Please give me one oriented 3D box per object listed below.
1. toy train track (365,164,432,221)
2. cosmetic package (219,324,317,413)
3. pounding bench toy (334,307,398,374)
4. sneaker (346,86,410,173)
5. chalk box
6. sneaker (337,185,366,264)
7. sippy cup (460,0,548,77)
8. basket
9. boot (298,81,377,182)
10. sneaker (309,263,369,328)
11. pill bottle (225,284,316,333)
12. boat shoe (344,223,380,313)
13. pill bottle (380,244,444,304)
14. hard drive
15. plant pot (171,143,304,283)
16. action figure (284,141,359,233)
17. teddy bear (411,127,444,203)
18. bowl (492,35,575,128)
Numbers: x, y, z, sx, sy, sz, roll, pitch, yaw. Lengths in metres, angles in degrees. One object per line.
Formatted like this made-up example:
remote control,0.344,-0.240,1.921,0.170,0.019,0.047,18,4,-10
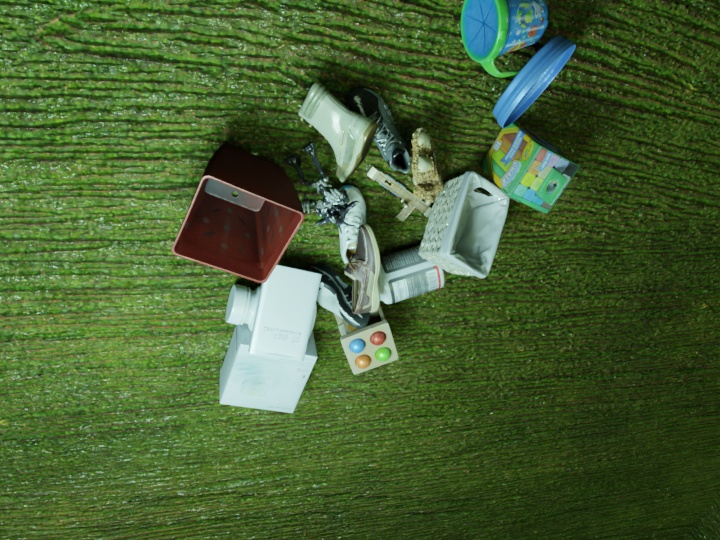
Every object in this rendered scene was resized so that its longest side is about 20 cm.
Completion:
toy train track,0.097,-0.175,1.232,0.198,0.033,0.115,29,112,-28
cosmetic package,-0.237,0.239,1.367,0.195,0.124,0.203,13,120,-22
pounding bench toy,0.022,0.188,1.378,0.122,0.157,0.203,-19,126,-1
sneaker,0.051,-0.279,1.100,0.075,0.116,0.200,-37,125,12
chalk box,0.373,-0.218,1.172,0.122,0.201,0.126,18,118,-24
sneaker,-0.016,-0.096,1.226,0.075,0.081,0.203,-11,124,-5
sippy cup,0.279,-0.477,1.027,0.128,0.141,0.180,-15,139,-18
basket,0.229,-0.098,1.212,0.134,0.123,0.204,26,76,-28
boot,-0.055,-0.276,1.092,0.153,0.073,0.200,36,157,0
sneaker,-0.051,0.070,1.278,0.073,0.200,0.081,-22,144,-36
pill bottle,-0.213,0.098,1.282,0.196,0.115,0.116,14,119,-22
boat shoe,0.000,0.000,1.184,0.070,0.072,0.204,-9,112,-19
pill bottle,0.095,0.014,1.308,0.196,0.115,0.116,-16,126,-3
hard drive,-0.171,0.095,1.223,0.129,0.025,0.205,12,91,-22
plant pot,-0.239,-0.130,1.073,0.197,0.178,0.201,20,129,-24
action figure,-0.083,-0.157,1.126,0.117,0.102,0.202,-24,108,25
teddy bear,0.133,-0.219,1.146,0.065,0.200,0.149,-9,92,14
bowl,0.343,-0.377,1.081,0.039,0.200,0.201,44,108,8
